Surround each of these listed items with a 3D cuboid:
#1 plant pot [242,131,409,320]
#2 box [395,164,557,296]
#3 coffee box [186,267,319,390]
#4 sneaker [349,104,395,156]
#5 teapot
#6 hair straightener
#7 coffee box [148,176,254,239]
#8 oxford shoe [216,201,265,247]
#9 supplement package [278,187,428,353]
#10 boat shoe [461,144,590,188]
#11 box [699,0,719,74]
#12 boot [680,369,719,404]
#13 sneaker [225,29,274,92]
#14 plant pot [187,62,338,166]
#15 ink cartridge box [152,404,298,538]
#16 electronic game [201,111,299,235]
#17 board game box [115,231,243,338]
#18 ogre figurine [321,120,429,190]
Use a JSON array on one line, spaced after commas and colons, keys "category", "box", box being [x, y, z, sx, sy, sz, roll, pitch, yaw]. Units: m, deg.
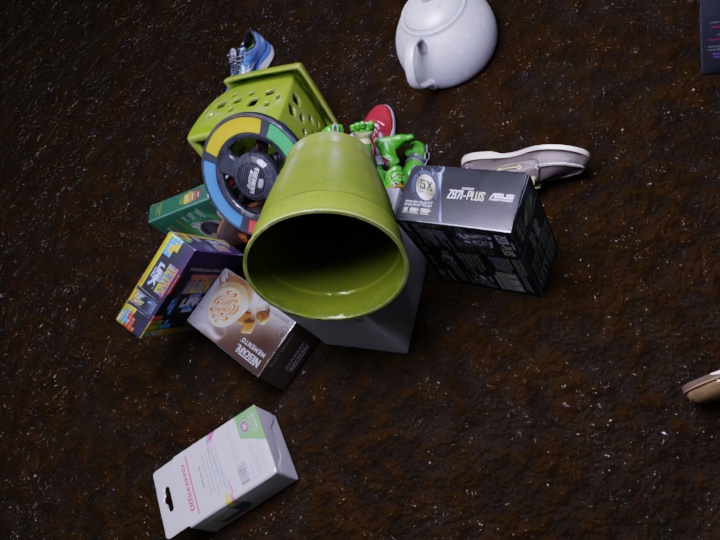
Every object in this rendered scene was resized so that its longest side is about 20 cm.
[{"category": "plant pot", "box": [-0.040, -0.072, 0.835, 0.199, 0.201, 0.194, -17, 46, 20]}, {"category": "box", "box": [0.164, -0.053, 0.884, 0.163, 0.200, 0.086, 10, 70, 32]}, {"category": "coffee box", "box": [-0.177, 0.094, 1.064, 0.200, 0.080, 0.115, 30, 81, 36]}, {"category": "sneaker", "box": [-0.005, -0.228, 1.123, 0.071, 0.112, 0.201, 11, 71, 32]}, {"category": "teapot", "box": [0.138, -0.429, 1.133, 0.197, 0.146, 0.201, -32, 55, 10]}, {"category": "hair straightener", "box": [-0.166, -0.165, 1.069, 0.200, 0.077, 0.041, -47, 30, 32]}, {"category": "coffee box", "box": [-0.278, -0.106, 1.200, 0.199, 0.123, 0.044, -19, 56, 20]}, {"category": "oxford shoe", "box": [-0.196, -0.075, 1.129, 0.200, 0.071, 0.073, -24, 36, 42]}, {"category": "supplement package", "box": [0.000, 0.000, 0.974, 0.150, 0.152, 0.201, 3, 66, 30]}, {"category": "boat shoe", "box": [0.244, -0.147, 0.975, 0.199, 0.072, 0.060, 1, 71, 33]}, {"category": "box", "box": [0.523, -0.375, 0.863, 0.122, 0.200, 0.107, 1, 65, 28]}, {"category": "boot", "box": [0.465, 0.137, 0.709, 0.199, 0.074, 0.076, -11, 70, 20]}, {"category": "sneaker", "box": [-0.259, -0.429, 1.381, 0.078, 0.089, 0.201, 4, 67, 31]}, {"category": "plant pot", "box": [-0.158, -0.255, 1.174, 0.199, 0.199, 0.182, -1, 58, 29]}, {"category": "ink cartridge box", "box": [-0.207, 0.310, 0.974, 0.200, 0.067, 0.117, -33, 54, 8]}, {"category": "electronic game", "box": [-0.163, -0.147, 1.010, 0.199, 0.201, 0.042, -5, 19, 26]}, {"category": "board game box", "box": [-0.291, 0.025, 1.072, 0.057, 0.200, 0.166, 35, 96, 10]}, {"category": "ogre figurine", "box": [0.033, -0.166, 1.045, 0.098, 0.200, 0.121, -9, 80, 33]}]
